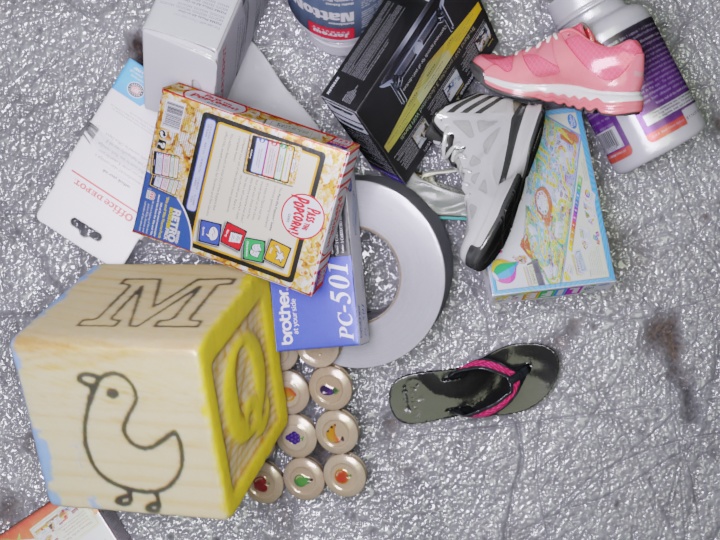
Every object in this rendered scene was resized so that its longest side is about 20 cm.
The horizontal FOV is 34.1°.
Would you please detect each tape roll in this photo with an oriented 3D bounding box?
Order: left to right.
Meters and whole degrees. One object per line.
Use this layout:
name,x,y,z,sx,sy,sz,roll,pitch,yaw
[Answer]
tape roll,0.000,0.000,1.273,0.197,0.066,0.204,2,99,12

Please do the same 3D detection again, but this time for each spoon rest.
spoon rest,-0.116,-0.192,1.295,0.199,0.061,0.100,40,64,-3

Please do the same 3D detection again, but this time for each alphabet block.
alphabet block,-0.202,0.114,1.186,0.197,0.197,0.198,0,115,17

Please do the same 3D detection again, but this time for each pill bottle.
pill bottle,-0.021,-0.309,1.223,0.117,0.200,0.122,0,74,1
pill bottle,0.284,-0.219,1.281,0.110,0.111,0.202,-28,91,-1

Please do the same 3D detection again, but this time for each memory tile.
memory tile,-0.075,0.157,1.283,0.151,0.017,0.203,-7,101,18

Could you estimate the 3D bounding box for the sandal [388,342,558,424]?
sandal,0.130,0.133,1.312,0.197,0.045,0.076,-13,90,-1

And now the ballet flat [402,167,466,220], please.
ballet flat,0.140,-0.079,1.299,0.197,0.067,0.065,9,99,0

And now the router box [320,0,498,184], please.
router box,0.057,-0.216,1.242,0.052,0.157,0.201,28,79,30

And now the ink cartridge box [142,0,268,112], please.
ink cartridge box,-0.156,-0.270,1.221,0.082,0.146,0.202,19,63,0

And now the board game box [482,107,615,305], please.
board game box,0.187,-0.071,1.256,0.132,0.034,0.203,-6,72,-4

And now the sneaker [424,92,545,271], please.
sneaker,0.112,-0.098,1.216,0.114,0.076,0.203,17,64,13

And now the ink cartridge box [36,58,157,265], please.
ink cartridge box,-0.254,-0.113,1.294,0.115,0.068,0.202,32,89,-1

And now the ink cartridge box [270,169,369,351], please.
ink cartridge box,-0.047,-0.021,1.215,0.092,0.044,0.204,-6,90,16

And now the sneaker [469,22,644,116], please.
sneaker,0.210,-0.219,1.233,0.198,0.073,0.088,16,105,30

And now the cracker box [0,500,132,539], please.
cracker box,-0.306,0.350,1.299,0.133,0.058,0.202,-32,90,0

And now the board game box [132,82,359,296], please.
board game box,-0.115,-0.080,1.160,0.197,0.046,0.154,20,109,9
